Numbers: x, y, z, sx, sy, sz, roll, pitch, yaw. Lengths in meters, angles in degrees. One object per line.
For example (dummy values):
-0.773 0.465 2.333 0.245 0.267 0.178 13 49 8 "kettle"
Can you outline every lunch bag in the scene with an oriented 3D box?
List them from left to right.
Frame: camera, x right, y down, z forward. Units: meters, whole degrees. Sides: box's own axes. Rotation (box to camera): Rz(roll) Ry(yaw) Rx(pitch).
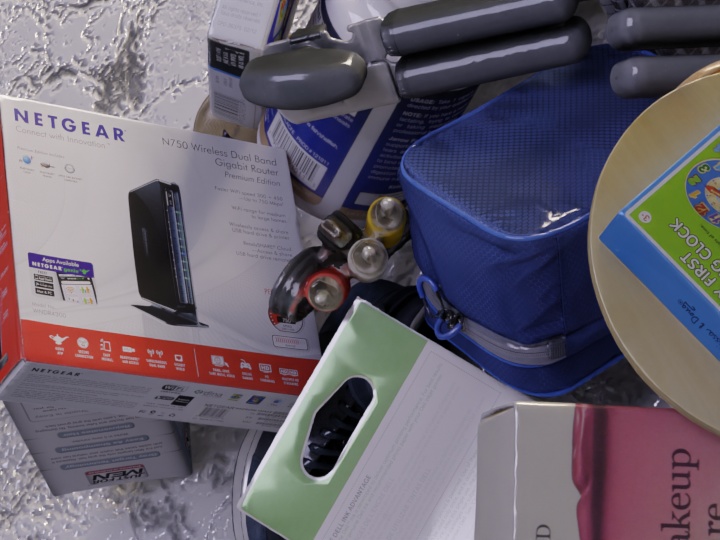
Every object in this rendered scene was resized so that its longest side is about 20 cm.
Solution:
0.119 -0.019 1.173 0.199 0.133 0.136 -29 39 -20 "lunch bag"

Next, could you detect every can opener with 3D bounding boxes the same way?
0.032 -0.119 1.180 0.198 0.053 0.067 -12 29 17 "can opener"
0.221 -0.120 1.148 0.066 0.198 0.053 -14 82 62 "can opener"

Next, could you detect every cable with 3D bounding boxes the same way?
0.000 0.000 1.246 0.050 0.200 0.097 40 93 11 "cable"

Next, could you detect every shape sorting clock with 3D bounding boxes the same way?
0.207 -0.006 1.006 0.198 0.039 0.202 4 65 -8 "shape sorting clock"

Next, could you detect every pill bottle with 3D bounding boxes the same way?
0.018 -0.130 1.300 0.201 0.115 0.116 121 144 -44 "pill bottle"

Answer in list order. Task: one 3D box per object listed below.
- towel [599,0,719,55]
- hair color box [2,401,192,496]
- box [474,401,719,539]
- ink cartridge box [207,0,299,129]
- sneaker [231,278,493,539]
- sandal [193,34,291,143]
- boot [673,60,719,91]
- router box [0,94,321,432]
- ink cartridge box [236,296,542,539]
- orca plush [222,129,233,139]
0.206 -0.202 1.181 0.166 0.200 0.086 -46 57 2 "towel"
-0.174 0.071 1.334 0.098 0.201 0.061 -8 58 2 "hair color box"
0.161 0.135 1.025 0.198 0.109 0.129 2 82 -6 "box"
-0.052 -0.210 1.327 0.043 0.198 0.202 18 80 0 "ink cartridge box"
0.001 0.098 1.258 0.146 0.077 0.204 4 70 58 "sneaker"
-0.042 -0.133 1.445 0.199 0.054 0.081 -16 59 32 "sandal"
0.263 -0.043 1.068 0.071 0.199 0.145 -65 36 42 "boot"
-0.127 -0.002 1.230 0.049 0.198 0.181 -44 47 45 "router box"
0.050 0.127 1.181 0.199 0.048 0.146 30 89 14 "ink cartridge box"
-0.060 0.005 1.402 0.106 0.070 0.201 106 163 -53 "orca plush"
